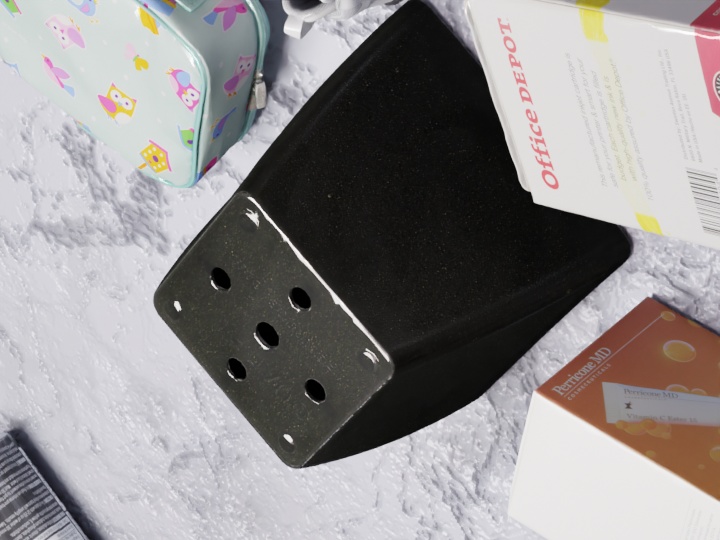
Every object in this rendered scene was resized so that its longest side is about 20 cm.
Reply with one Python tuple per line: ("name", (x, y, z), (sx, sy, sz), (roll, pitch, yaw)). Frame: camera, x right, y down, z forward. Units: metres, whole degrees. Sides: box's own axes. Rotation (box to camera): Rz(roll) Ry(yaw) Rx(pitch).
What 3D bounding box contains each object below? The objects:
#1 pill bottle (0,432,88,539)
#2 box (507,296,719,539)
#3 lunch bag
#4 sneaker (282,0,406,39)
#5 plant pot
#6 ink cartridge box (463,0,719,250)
("pill bottle", (-0.246, 0.228, 2.050), (0.200, 0.106, 0.106), (54, 138, 0))
("box", (0.202, 0.122, 1.558), (0.200, 0.124, 0.098), (30, 132, 24))
("lunch bag", (-0.144, -0.156, 1.715), (0.200, 0.077, 0.161), (38, 145, 16))
("sneaker", (0.007, -0.217, 1.522), (0.075, 0.115, 0.201), (33, 134, 21))
("plant pot", (0.000, 0.000, 1.625), (0.200, 0.177, 0.200), (49, 138, 5))
("ink cartridge box", (0.167, -0.096, 1.448), (0.199, 0.083, 0.146), (16, 137, 42))
